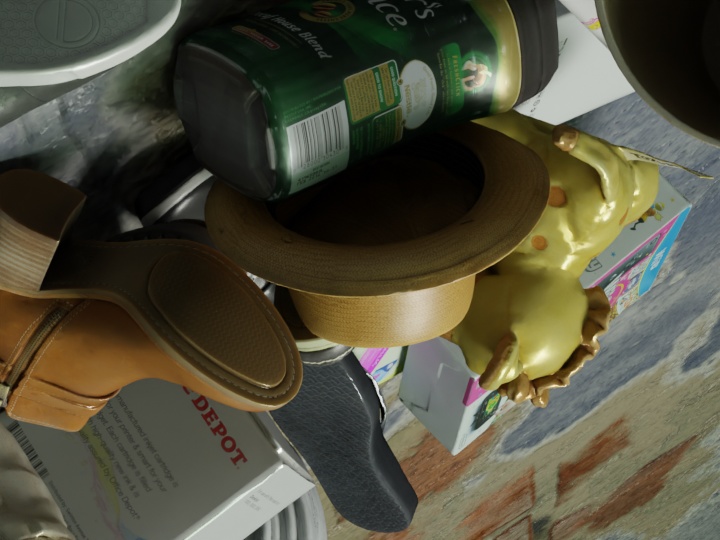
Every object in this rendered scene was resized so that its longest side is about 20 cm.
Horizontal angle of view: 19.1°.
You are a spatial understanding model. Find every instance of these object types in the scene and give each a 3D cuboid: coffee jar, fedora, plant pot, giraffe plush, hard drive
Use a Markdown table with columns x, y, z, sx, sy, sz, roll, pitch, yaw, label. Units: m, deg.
| x | y | z | sx | sy | sz | roll | pitch | yaw | label |
| --- | --- | --- | --- | --- | --- | --- | --- | --- | --- |
| 0.007 | -0.111 | 1.150 | 0.200 | 0.104 | 0.086 | -23 | 123 | -30 | coffee jar |
| 0.011 | -0.015 | 1.154 | 0.200 | 0.200 | 0.082 | -23 | 124 | -29 | fedora |
| 0.222 | -0.139 | 1.127 | 0.187 | 0.187 | 0.200 | -38 | 170 | 5 | plant pot |
| 0.100 | -0.007 | 1.268 | 0.172 | 0.200 | 0.163 | 15 | 96 | -41 | giraffe plush |
| 0.143 | -0.143 | 1.394 | 0.200 | 0.027 | 0.132 | -24 | 154 | -27 | hard drive |

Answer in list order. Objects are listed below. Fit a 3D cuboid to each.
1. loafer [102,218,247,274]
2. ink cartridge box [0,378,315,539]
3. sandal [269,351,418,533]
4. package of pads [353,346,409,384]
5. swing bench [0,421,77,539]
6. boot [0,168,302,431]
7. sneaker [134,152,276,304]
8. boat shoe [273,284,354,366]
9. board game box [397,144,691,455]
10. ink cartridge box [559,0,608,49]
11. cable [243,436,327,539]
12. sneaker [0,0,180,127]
| x | y | z | sx | sy | sz | roll | pitch | yaw | label |
| --- | --- | --- | --- | --- | --- | --- | --- | --- | --- |
| -0.127 | 0.015 | 1.230 | 0.200 | 0.073 | 0.071 | -26 | -176 | 46 | loafer |
| -0.151 | 0.131 | 1.348 | 0.200 | 0.145 | 0.085 | -37 | 158 | 3 | ink cartridge box |
| -0.012 | 0.100 | 1.397 | 0.200 | 0.076 | 0.043 | 71 | 34 | -49 | sandal |
| 0.032 | 0.009 | 1.455 | 0.200 | 0.068 | 0.155 | -26 | 157 | -45 | package of pads |
| -0.252 | 0.133 | 1.132 | 0.200 | 0.199 | 0.130 | -43 | 157 | 18 | swing bench |
| -0.134 | 0.045 | 1.158 | 0.074 | 0.200 | 0.155 | -49 | 171 | -45 | boot |
| -0.064 | -0.012 | 1.274 | 0.072 | 0.083 | 0.200 | -39 | 158 | 6 | sneaker |
| -0.001 | 0.000 | 1.274 | 0.072 | 0.201 | 0.066 | -6 | 123 | 15 | boat shoe |
| 0.123 | 0.021 | 1.465 | 0.200 | 0.064 | 0.148 | -39 | 164 | -19 | board game box |
| 0.160 | -0.211 | 1.206 | 0.145 | 0.084 | 0.200 | -41 | 157 | 11 | ink cartridge box |
| -0.120 | 0.181 | 1.418 | 0.200 | 0.200 | 0.069 | -44 | 162 | 3 | cable |
| -0.178 | -0.083 | 0.992 | 0.200 | 0.071 | 0.099 | -23 | 157 | -16 | sneaker |
